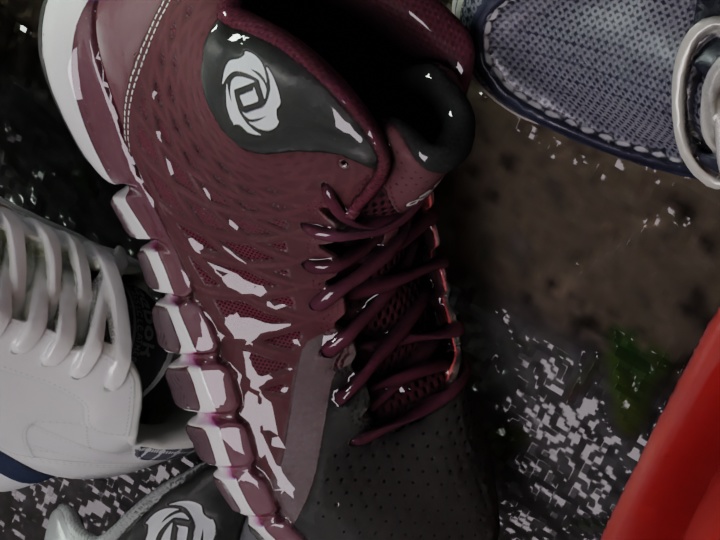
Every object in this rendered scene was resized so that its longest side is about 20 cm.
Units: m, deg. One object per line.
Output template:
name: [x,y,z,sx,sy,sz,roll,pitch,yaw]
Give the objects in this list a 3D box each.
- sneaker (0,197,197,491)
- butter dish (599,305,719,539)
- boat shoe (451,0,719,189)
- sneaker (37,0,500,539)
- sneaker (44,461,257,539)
sneaker: [-0.102,0.005,0.766,0.080,0.077,0.200,-1,163,28]
butter dish: [0.129,0.128,0.682,0.200,0.148,0.200,31,149,10]
boat shoe: [0.097,-0.040,0.651,0.199,0.093,0.075,4,120,29]
sneaker: [0.000,0.000,0.730,0.115,0.076,0.200,-10,114,53]
sneaker: [0.002,0.101,0.814,0.199,0.116,0.075,10,169,-10]
